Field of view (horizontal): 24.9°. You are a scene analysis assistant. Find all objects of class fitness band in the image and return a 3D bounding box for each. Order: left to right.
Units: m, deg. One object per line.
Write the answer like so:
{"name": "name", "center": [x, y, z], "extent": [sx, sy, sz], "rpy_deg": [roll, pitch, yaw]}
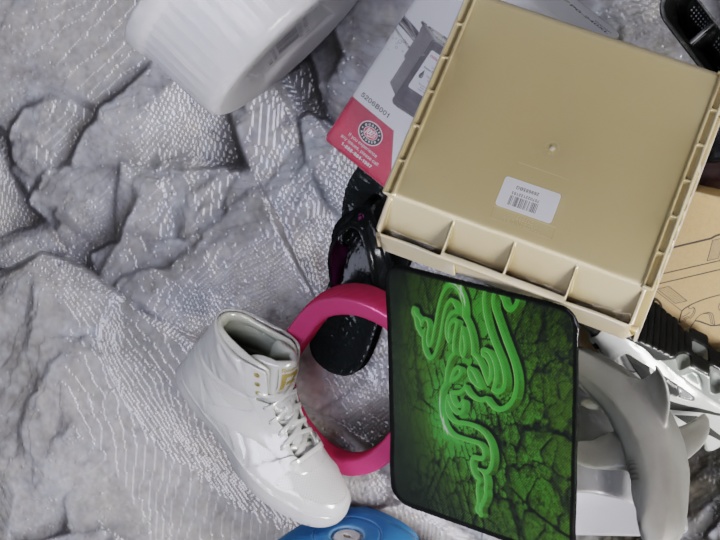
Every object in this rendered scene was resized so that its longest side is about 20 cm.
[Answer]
{"name": "fitness band", "center": [-0.008, 0.097, 1.405], "extent": [0.144, 0.037, 0.200], "rpy_deg": [42, 133, 6]}

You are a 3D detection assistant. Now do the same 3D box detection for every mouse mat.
{"name": "mouse mat", "center": [0.085, 0.102, 1.166], "extent": [0.161, 0.008, 0.200], "rpy_deg": [14, 117, 34]}

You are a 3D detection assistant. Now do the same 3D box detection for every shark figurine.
{"name": "shark figurine", "center": [0.178, 0.084, 1.162], "extent": [0.214, 0.128, 0.090], "rpy_deg": [44, 150, 17]}

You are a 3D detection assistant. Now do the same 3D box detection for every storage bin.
{"name": "storage bin", "center": [0.136, -0.072, 1.161], "extent": [0.200, 0.094, 0.199], "rpy_deg": [21, 76, 10]}

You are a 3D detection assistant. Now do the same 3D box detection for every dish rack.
{"name": "dish rack", "center": [0.337, -0.197, 1.176], "extent": [0.200, 0.055, 0.153], "rpy_deg": [-40, 74, 18]}

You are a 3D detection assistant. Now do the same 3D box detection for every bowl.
{"name": "bowl", "center": [0.144, 0.160, 1.292], "extent": [0.200, 0.200, 0.075], "rpy_deg": [-6, 69, 30]}

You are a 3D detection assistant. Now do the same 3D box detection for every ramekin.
{"name": "ramekin", "center": [-0.085, -0.219, 1.327], "extent": [0.098, 0.200, 0.200], "rpy_deg": [47, 116, 2]}

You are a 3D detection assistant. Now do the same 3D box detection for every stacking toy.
{"name": "stacking toy", "center": [-0.009, 0.320, 1.447], "extent": [0.116, 0.110, 0.200], "rpy_deg": [17, 118, 39]}

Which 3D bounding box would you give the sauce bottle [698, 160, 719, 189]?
{"name": "sauce bottle", "center": [0.245, -0.046, 1.265], "extent": [0.200, 0.066, 0.066], "rpy_deg": [-23, 89, 27]}

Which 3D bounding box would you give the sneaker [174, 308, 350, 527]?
{"name": "sneaker", "center": [-0.071, 0.124, 1.398], "extent": [0.200, 0.074, 0.116], "rpy_deg": [45, 138, 9]}

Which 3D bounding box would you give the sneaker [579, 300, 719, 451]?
{"name": "sneaker", "center": [0.211, 0.074, 1.237], "extent": [0.200, 0.074, 0.089], "rpy_deg": [34, 124, -4]}

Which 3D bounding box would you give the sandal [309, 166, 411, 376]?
{"name": "sandal", "center": [0.001, 0.001, 1.403], "extent": [0.075, 0.048, 0.201], "rpy_deg": [21, 109, 22]}

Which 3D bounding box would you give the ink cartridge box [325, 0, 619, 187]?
{"name": "ink cartridge box", "center": [0.089, -0.147, 1.311], "extent": [0.145, 0.083, 0.200], "rpy_deg": [40, 113, 14]}

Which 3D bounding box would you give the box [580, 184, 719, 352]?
{"name": "box", "center": [0.256, 0.011, 1.244], "extent": [0.200, 0.021, 0.164], "rpy_deg": [13, 122, 9]}
